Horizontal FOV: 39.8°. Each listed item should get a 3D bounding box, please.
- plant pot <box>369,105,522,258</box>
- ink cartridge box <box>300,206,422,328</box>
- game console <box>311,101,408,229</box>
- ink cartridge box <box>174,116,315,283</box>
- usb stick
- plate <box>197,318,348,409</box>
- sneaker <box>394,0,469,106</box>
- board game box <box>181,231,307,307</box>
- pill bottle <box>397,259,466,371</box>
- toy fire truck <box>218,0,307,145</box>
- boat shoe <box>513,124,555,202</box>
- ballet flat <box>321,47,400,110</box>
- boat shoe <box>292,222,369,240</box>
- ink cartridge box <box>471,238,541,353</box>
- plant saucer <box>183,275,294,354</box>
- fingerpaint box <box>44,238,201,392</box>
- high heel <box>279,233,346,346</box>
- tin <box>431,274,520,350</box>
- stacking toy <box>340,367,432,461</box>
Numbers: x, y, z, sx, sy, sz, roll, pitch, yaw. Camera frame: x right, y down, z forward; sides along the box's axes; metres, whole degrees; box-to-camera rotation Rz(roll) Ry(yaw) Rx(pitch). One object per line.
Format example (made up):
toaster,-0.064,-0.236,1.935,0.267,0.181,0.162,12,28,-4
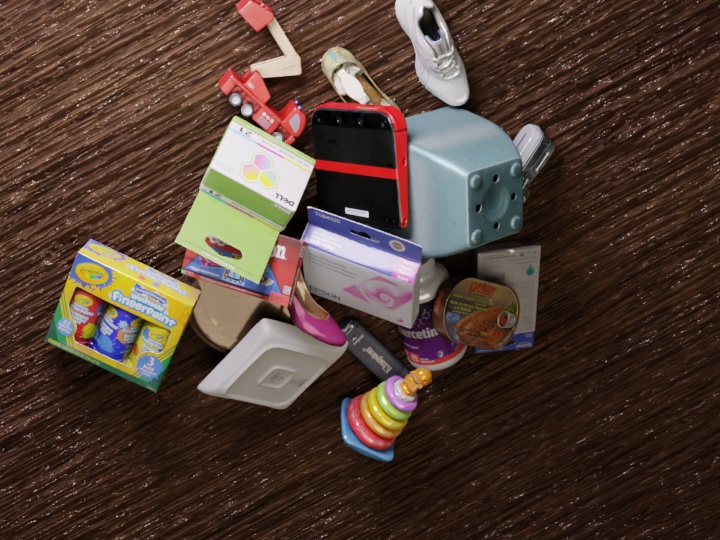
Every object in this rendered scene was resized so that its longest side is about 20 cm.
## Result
plant pot,0.144,-0.125,1.528,0.193,0.199,0.200,-19,116,-32
ink cartridge box,0.000,0.000,1.569,0.193,0.044,0.201,20,152,13
game console,-0.001,-0.163,1.517,0.031,0.198,0.181,-18,111,-39
ink cartridge box,-0.170,-0.105,1.492,0.146,0.203,0.076,27,147,-11
usb stick,0.031,0.158,1.777,0.055,0.033,0.200,-41,117,9
plate,-0.143,0.170,1.682,0.198,0.033,0.200,18,127,-42
sneaker,0.115,-0.334,1.526,0.074,0.087,0.201,-32,120,2
board game box,-0.185,-0.020,1.564,0.197,0.019,0.105,16,93,20
pill bottle,0.111,0.064,1.704,0.110,0.113,0.203,-20,118,-3
toy fire truck,-0.138,-0.297,1.504,0.141,0.049,0.199,-45,117,10
boat shoe,0.256,-0.143,1.660,0.070,0.072,0.202,30,104,-20
ballet flat,0.011,-0.259,1.549,0.070,0.071,0.200,-38,118,7
boat shoe,-0.041,-0.081,1.634,0.198,0.069,0.072,-28,164,12
ink cartridge box,0.256,0.047,1.773,0.117,0.042,0.204,-6,114,-10
plant saucer,-0.195,0.047,1.633,0.195,0.030,0.204,-1,105,-5
fingerpaint box,-0.378,0.073,1.586,0.197,0.074,0.169,26,108,-6
high heel,-0.084,0.035,1.589,0.199,0.068,0.096,37,109,-11
tin,0.197,0.070,1.683,0.198,0.042,0.114,14,95,-43
stacking toy,0.058,0.230,1.745,0.115,0.111,0.200,26,126,-23
